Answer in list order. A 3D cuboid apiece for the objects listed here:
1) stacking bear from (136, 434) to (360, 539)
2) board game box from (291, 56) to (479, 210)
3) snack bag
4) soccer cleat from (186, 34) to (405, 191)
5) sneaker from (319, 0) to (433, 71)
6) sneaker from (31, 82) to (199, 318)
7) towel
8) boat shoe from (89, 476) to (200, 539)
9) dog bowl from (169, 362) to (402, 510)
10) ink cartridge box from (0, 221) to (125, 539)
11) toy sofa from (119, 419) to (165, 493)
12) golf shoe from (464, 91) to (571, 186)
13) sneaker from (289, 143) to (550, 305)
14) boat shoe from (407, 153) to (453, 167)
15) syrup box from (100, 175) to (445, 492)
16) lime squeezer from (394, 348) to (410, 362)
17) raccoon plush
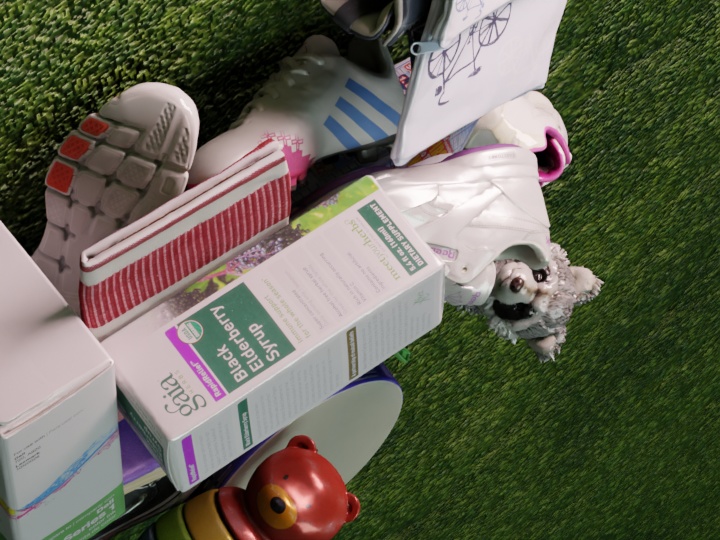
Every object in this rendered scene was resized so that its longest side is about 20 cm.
[{"bbox_3d":[-0.095,0.204,1.852,0.200,0.121,0.114,-39,164,11],"label":"stacking bear"},{"bbox_3d":[-0.002,-0.059,1.758,0.200,0.062,0.200,-36,158,-10],"label":"board game box"},{"bbox_3d":[0.090,-0.167,1.569,0.189,0.021,0.200,-32,145,-50],"label":"snack bag"},{"bbox_3d":[-0.045,-0.099,1.598,0.070,0.086,0.200,-2,-168,37],"label":"soccer cleat"},{"bbox_3d":[0.030,-0.158,1.582,0.146,0.077,0.202,-39,151,-36],"label":"sneaker"},{"bbox_3d":[-0.150,-0.046,1.560,0.200,0.077,0.082,-56,-179,34],"label":"sneaker"},{"bbox_3d":[-0.105,0.009,1.531,0.144,0.023,0.200,-32,156,-19],"label":"towel"},{"bbox_3d":[-0.181,0.155,1.850,0.200,0.072,0.071,-39,163,2],"label":"boat shoe"},{"bbox_3d":[-0.067,0.124,1.972,0.200,0.079,0.200,-34,158,-17],"label":"dog bowl"},{"bbox_3d":[-0.216,0.073,1.542,0.084,0.145,0.200,-33,156,-21],"label":"ink cartridge box"},{"bbox_3d":[-0.151,0.096,1.770,0.200,0.083,0.098,-23,153,-34],"label":"toy sofa"},{"bbox_3d":[0.117,-0.088,1.859,0.075,0.092,0.200,-47,159,10],"label":"golf shoe"},{"bbox_3d":[0.036,-0.020,1.646,0.200,0.100,0.075,-13,170,-20],"label":"sneaker"},{"bbox_3d":[0.000,0.000,1.712,0.200,0.057,0.069,-37,158,-9],"label":"boat shoe"},{"bbox_3d":[-0.052,0.038,1.534,0.200,0.079,0.081,-32,156,-16],"label":"syrup box"},{"bbox_3d":[0.023,0.023,1.811,0.071,0.038,0.200,3,162,-11],"label":"lime squeezer"},{"bbox_3d":[0.112,-0.011,1.866,0.097,0.134,0.200,-62,176,22],"label":"raccoon plush"}]
